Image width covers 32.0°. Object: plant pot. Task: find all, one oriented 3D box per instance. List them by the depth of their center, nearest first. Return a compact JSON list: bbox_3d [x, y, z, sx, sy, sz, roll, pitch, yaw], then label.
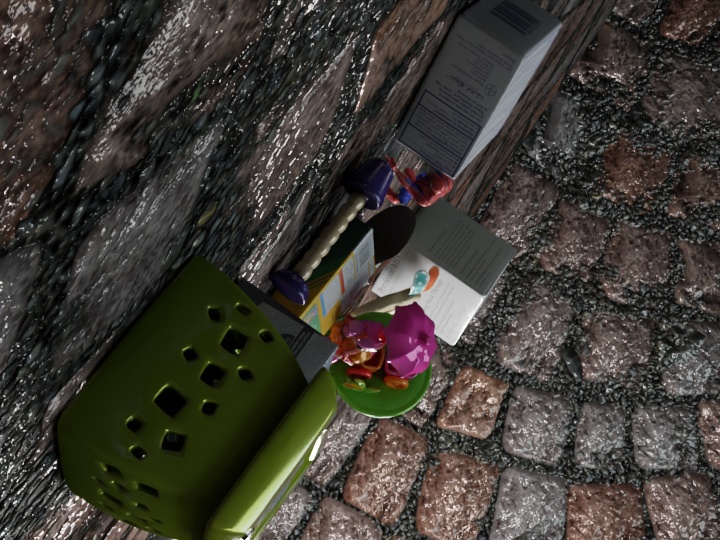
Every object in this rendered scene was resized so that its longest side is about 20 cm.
[{"bbox_3d":[-0.136,0.143,1.116,0.200,0.181,0.199,-52,172,-26],"label":"plant pot"}]

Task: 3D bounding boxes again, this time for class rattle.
[{"bbox_3d":[0.076,0.097,2.327,0.198,0.144,0.130,-22,154,9],"label":"rattle"}]

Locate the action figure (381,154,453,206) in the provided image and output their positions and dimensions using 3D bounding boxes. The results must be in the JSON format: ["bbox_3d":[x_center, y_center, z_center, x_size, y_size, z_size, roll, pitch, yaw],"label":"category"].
[{"bbox_3d":[0.066,-0.136,1.714,0.065,0.099,0.200,-36,-166,-9],"label":"action figure"}]

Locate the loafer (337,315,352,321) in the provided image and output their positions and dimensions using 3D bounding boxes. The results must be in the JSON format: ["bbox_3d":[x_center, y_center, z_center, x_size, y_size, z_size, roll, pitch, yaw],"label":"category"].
[{"bbox_3d":[-0.074,0.142,1.795,0.200,0.070,0.075,-42,178,-22],"label":"loafer"}]

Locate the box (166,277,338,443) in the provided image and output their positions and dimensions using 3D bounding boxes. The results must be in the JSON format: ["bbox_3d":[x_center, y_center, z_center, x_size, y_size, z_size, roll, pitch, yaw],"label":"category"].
[{"bbox_3d":[-0.131,0.135,1.309,0.201,0.132,0.115,-54,174,-22],"label":"box"}]

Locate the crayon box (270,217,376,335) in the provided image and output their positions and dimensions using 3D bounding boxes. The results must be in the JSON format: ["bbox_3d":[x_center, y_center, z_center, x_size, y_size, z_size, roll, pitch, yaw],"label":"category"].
[{"bbox_3d":[-0.060,0.034,1.590,0.200,0.051,0.126,-52,163,-19],"label":"crayon box"}]

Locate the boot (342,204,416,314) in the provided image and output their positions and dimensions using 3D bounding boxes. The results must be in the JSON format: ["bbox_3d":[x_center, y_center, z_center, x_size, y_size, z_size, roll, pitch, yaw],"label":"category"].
[{"bbox_3d":[0.000,0.000,1.845,0.186,0.064,0.200,-46,175,-15],"label":"boot"}]

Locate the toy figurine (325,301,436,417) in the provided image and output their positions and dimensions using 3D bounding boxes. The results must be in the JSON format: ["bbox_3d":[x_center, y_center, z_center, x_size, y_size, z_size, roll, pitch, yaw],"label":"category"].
[{"bbox_3d":[0.022,0.096,1.678,0.184,0.198,0.151,123,-19,-67],"label":"toy figurine"}]

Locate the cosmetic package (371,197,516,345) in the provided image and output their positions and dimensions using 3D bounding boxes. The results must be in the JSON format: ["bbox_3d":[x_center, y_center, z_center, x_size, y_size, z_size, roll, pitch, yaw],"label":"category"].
[{"bbox_3d":[0.161,-0.002,2.442,0.167,0.199,0.168,-50,171,-43],"label":"cosmetic package"}]

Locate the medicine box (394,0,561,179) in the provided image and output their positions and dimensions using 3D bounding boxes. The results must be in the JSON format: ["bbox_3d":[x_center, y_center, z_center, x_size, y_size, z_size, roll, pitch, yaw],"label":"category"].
[{"bbox_3d":[0.156,-0.251,1.660,0.201,0.103,0.182,-60,172,33],"label":"medicine box"}]

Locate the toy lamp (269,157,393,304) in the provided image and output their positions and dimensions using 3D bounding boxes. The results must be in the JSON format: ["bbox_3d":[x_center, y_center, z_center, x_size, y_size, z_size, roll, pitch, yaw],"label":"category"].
[{"bbox_3d":[-0.030,-0.052,1.491,0.200,0.058,0.058,-51,172,-19],"label":"toy lamp"}]

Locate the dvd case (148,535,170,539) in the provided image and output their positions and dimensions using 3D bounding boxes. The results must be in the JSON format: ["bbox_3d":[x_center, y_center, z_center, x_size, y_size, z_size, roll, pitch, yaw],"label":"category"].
[{"bbox_3d":[-0.285,0.369,1.518,0.199,0.018,0.143,-30,163,-28],"label":"dvd case"}]
